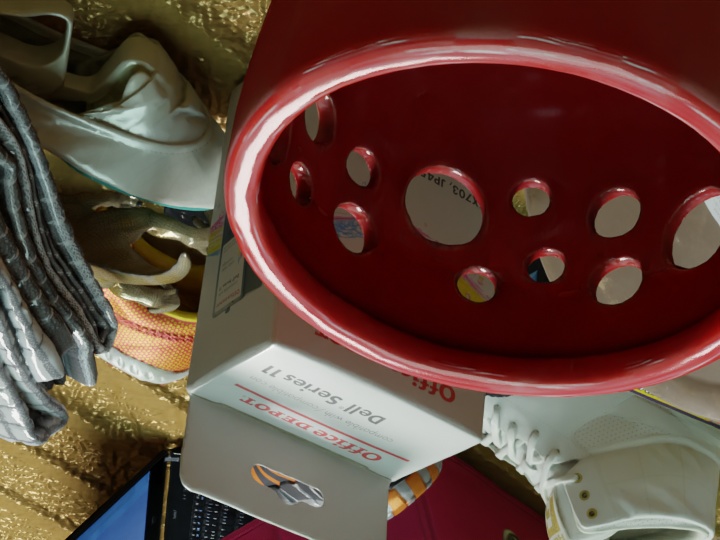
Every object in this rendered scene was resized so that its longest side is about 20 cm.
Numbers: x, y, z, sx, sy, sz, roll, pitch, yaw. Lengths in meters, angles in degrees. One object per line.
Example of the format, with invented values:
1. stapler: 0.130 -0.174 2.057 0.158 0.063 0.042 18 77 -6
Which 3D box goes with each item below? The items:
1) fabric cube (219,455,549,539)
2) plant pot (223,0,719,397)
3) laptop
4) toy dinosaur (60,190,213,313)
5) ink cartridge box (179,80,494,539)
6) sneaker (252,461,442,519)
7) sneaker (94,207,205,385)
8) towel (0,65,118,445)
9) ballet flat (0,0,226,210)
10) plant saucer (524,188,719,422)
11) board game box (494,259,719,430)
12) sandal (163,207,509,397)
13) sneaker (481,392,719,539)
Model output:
1. fabric cube: 0.024 0.251 1.346 0.200 0.200 0.196 -33 137 21
2. plant pot: 0.063 -0.082 0.837 0.200 0.183 0.201 8 146 5
3. laptop: -0.099 0.190 1.417 0.200 0.103 0.177 8 150 -3
4. toy dinosaur: -0.116 -0.009 1.048 0.101 0.058 0.200 9 -167 -45
5. ink cartridge box: -0.005 0.012 1.001 0.117 0.200 0.067 25 145 -30
6. sneaker: -0.038 0.070 1.242 0.112 0.078 0.200 54 154 -15
7. sneaker: -0.155 -0.010 1.143 0.200 0.073 0.077 17 126 -25
8. towel: -0.203 -0.024 0.976 0.165 0.086 0.200 10 143 28
9. ballet flat: -0.126 -0.083 1.007 0.200 0.070 0.069 22 146 -23
10. plant saucer: 0.146 -0.015 0.980 0.200 0.029 0.200 24 131 31
11. board game box: 0.191 0.013 1.109 0.200 0.057 0.165 23 148 -27
12. sandal: 0.000 0.000 1.135 0.200 0.045 0.075 31 154 -10
13. sneaker: 0.091 0.090 1.200 0.200 0.116 0.074 8 151 2
